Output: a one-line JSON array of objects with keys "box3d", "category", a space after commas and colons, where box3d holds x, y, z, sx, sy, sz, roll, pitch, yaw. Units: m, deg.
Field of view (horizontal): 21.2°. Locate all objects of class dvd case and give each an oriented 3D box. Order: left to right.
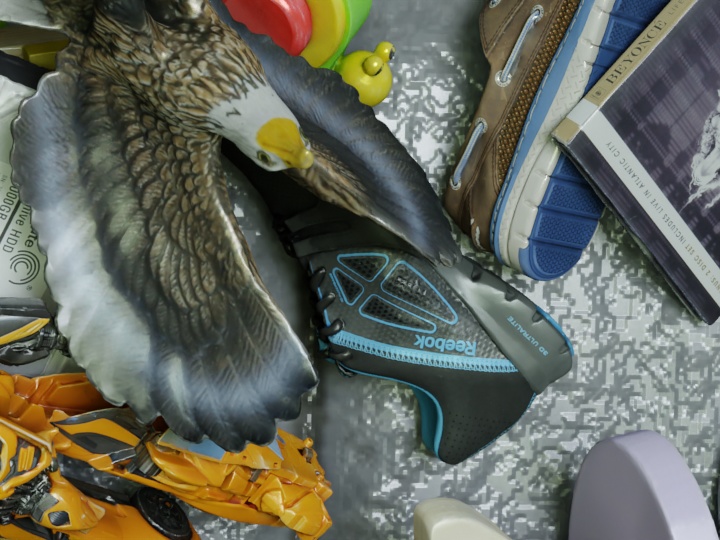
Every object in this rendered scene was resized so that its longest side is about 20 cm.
[{"box3d": [0.185, -0.088, 0.838, 0.200, 0.016, 0.149, -48, 133, -3], "category": "dvd case"}]

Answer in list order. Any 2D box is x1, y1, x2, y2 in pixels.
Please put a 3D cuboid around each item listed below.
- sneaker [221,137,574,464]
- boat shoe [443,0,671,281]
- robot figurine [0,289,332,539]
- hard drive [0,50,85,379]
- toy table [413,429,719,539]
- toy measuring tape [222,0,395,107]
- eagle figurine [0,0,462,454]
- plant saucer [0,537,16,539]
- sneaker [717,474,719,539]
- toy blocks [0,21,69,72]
[{"box3d": [0.000, 0.000, 0.831, 0.200, 0.073, 0.082, 42, 90, -7], "category": "sneaker"}, {"box3d": [0.088, -0.100, 0.829, 0.072, 0.072, 0.201, 28, 98, 35], "category": "boat shoe"}, {"box3d": [-0.112, 0.085, 0.766, 0.200, 0.058, 0.145, 24, 115, -40], "category": "robot figurine"}, {"box3d": [-0.178, -0.025, 0.737, 0.199, 0.038, 0.140, 21, 108, -28], "category": "hard drive"}, {"box3d": [0.082, 0.173, 0.809, 0.117, 0.184, 0.201, -11, 103, -17], "category": "toy table"}, {"box3d": [-0.057, -0.145, 0.812, 0.200, 0.074, 0.074, 43, 88, -8], "category": "toy measuring tape"}, {"box3d": [-0.053, -0.054, 0.700, 0.151, 0.151, 0.201, -12, 131, 5], "category": "eagle figurine"}, {"box3d": [-0.068, 0.192, 0.740, 0.199, 0.048, 0.201, 14, 124, 14], "category": "plant saucer"}, {"box3d": [0.200, 0.154, 0.867, 0.099, 0.078, 0.201, 19, 92, -12], "category": "sneaker"}, {"box3d": [-0.161, -0.028, 0.806, 0.199, 0.100, 0.137, -9, 108, -14], "category": "toy blocks"}]
